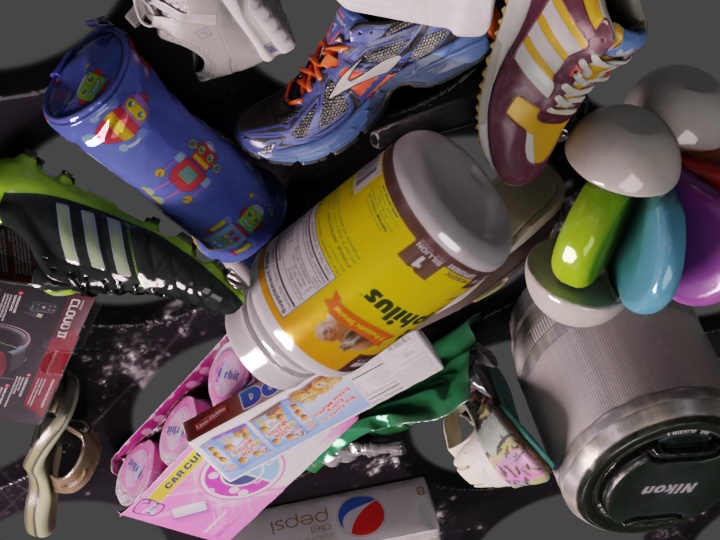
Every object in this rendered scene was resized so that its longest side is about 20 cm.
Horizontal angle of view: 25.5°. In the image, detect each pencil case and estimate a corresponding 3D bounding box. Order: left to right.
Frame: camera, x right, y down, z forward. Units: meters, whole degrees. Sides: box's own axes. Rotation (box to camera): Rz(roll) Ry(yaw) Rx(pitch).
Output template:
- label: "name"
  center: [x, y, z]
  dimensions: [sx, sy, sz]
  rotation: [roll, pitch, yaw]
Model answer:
- label: "pencil case"
  center: [-0.135, -0.084, 1.089]
  dimensions: [0.078, 0.087, 0.200]
  rotation: [-50, 135, -3]

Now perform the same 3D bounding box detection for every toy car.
- label: "toy car"
  center: [0.224, -0.038, 1.165]
  dimensions: [0.200, 0.150, 0.176]
  rotation: [-34, 149, -45]

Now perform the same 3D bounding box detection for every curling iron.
- label: "curling iron"
  center: [0.090, -0.108, 1.126]
  dimensions: [0.199, 0.050, 0.026]
  rotation: [-12, -177, -37]

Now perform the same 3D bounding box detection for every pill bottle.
- label: "pill bottle"
  center: [0.000, 0.000, 1.094]
  dimensions: [0.109, 0.110, 0.200]
  rotation: [27, 128, -37]

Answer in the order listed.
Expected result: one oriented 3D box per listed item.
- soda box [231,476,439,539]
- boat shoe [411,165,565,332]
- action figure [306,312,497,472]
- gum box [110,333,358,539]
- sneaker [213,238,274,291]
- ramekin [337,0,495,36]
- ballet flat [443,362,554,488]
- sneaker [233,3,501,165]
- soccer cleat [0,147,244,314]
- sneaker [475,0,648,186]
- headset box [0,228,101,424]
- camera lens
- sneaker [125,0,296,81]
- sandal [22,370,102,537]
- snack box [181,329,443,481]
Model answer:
- label: "soda box"
  center: [-0.028, 0.254, 1.482]
  dimensions: [0.199, 0.064, 0.068]
  rotation: [-11, 137, -8]
- label: "boat shoe"
  center: [0.076, -0.005, 1.209]
  dimensions: [0.200, 0.072, 0.060]
  rotation: [-38, 149, -20]
- label: "action figure"
  center: [0.023, 0.121, 1.344]
  dimensions: [0.200, 0.118, 0.055]
  rotation: [-30, 110, 26]
- label: "gum box"
  center: [-0.111, 0.144, 1.338]
  dimensions: [0.113, 0.066, 0.200]
  rotation: [23, 123, -36]
- label: "sneaker"
  center: [-0.027, 0.000, 1.223]
  dimensions: [0.199, 0.076, 0.077]
  rotation: [14, 123, -42]
- label: "ramekin"
  center: [0.029, -0.236, 0.910]
  dimensions: [0.094, 0.203, 0.203]
  rotation: [2, 135, -2]
- label: "ballet flat"
  center: [0.106, 0.137, 1.314]
  dimensions: [0.071, 0.200, 0.069]
  rotation: [-35, 109, 4]
- label: "sneaker"
  center: [-0.005, -0.146, 1.083]
  dimensions: [0.200, 0.075, 0.079]
  rotation: [-34, 127, 5]
- label: "soccer cleat"
  center: [-0.175, -0.009, 1.094]
  dimensions: [0.081, 0.199, 0.068]
  rotation: [-62, 175, -6]
- label: "sneaker"
  center: [0.140, -0.143, 1.061]
  dimensions: [0.075, 0.090, 0.201]
  rotation: [-19, 126, -49]
- label: "headset box"
  center: [-0.291, 0.032, 1.158]
  dimensions: [0.199, 0.075, 0.149]
  rotation: [9, 131, -25]
- label: "camera lens"
  center: [0.218, 0.101, 1.305]
  dimensions: [0.159, 0.200, 0.160]
  rotation: [-9, 136, -9]
- label: "sneaker"
  center: [-0.120, -0.182, 0.994]
  dimensions: [0.082, 0.075, 0.200]
  rotation: [-31, 136, 12]
- label: "sandal"
  center: [-0.239, 0.149, 1.292]
  dimensions: [0.057, 0.080, 0.201]
  rotation: [12, 142, -4]
- label: "snack box"
  center: [-0.037, 0.099, 1.250]
  dimensions: [0.199, 0.024, 0.072]
  rotation: [-29, 139, 8]
